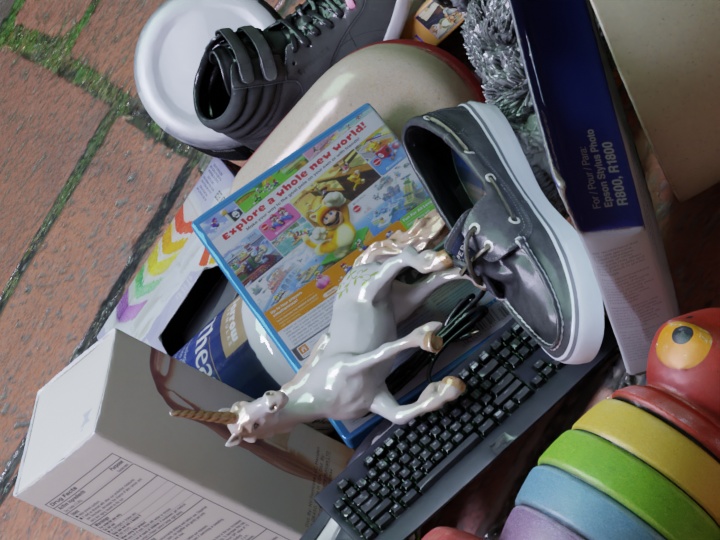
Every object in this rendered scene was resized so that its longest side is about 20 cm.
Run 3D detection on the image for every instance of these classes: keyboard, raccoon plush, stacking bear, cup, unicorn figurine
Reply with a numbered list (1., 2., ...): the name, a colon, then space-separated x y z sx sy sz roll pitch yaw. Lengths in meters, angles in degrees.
1. keyboard: 0.052 0.075 1.478 0.200 0.021 0.127 -41 37 -8
2. raccoon plush: 0.094 -0.116 1.573 0.200 0.097 0.134 35 114 51
3. stacking bear: 0.146 0.105 1.267 0.200 0.114 0.121 -52 36 -10
4. cup: 0.205 -0.157 1.378 0.143 0.200 0.200 -23 35 10
5. unicorn figurine: -0.001 0.047 1.488 0.137 0.074 0.200 -14 24 33

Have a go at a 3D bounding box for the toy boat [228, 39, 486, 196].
1. toy boat: 0.010 -0.074 1.729 0.200 0.131 0.131 -46 -1 26

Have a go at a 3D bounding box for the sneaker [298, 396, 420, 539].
1. sneaker: 0.016 0.171 1.510 0.083 0.072 0.200 30 79 27

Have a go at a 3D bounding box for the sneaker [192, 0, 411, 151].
1. sneaker: -0.043 -0.160 1.719 0.200 0.099 0.071 -55 47 25

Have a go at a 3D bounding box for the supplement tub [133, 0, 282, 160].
1. supplement tub: -0.100 -0.148 1.910 0.123 0.122 0.200 -60 -4 0

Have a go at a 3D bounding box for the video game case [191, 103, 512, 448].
1. video game case: 0.000 0.000 1.578 0.143 0.018 0.200 -35 59 -4

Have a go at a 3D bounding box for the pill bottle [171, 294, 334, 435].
1. pill bottle: -0.055 0.066 1.674 0.200 0.111 0.111 -42 30 34

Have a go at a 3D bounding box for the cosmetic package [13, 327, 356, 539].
1. cosmetic package: -0.107 0.131 1.595 0.103 0.200 0.087 -35 36 41

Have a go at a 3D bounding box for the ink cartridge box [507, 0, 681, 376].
1. ink cartridge box: 0.126 -0.074 1.359 0.041 0.200 0.200 -17 56 9

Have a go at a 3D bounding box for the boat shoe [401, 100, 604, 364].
1. boat shoe: 0.077 -0.023 1.455 0.070 0.066 0.200 111 145 -46

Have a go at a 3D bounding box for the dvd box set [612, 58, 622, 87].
1. dvd box set: 0.158 -0.206 1.598 0.200 0.029 0.146 -48 56 25

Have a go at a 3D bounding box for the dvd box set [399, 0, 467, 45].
1. dvd box set: 0.032 -0.176 1.806 0.200 0.029 0.146 -41 13 36

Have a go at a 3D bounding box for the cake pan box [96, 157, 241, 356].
1. cake pan box: -0.119 0.024 1.915 0.184 0.052 0.200 -57 25 10
